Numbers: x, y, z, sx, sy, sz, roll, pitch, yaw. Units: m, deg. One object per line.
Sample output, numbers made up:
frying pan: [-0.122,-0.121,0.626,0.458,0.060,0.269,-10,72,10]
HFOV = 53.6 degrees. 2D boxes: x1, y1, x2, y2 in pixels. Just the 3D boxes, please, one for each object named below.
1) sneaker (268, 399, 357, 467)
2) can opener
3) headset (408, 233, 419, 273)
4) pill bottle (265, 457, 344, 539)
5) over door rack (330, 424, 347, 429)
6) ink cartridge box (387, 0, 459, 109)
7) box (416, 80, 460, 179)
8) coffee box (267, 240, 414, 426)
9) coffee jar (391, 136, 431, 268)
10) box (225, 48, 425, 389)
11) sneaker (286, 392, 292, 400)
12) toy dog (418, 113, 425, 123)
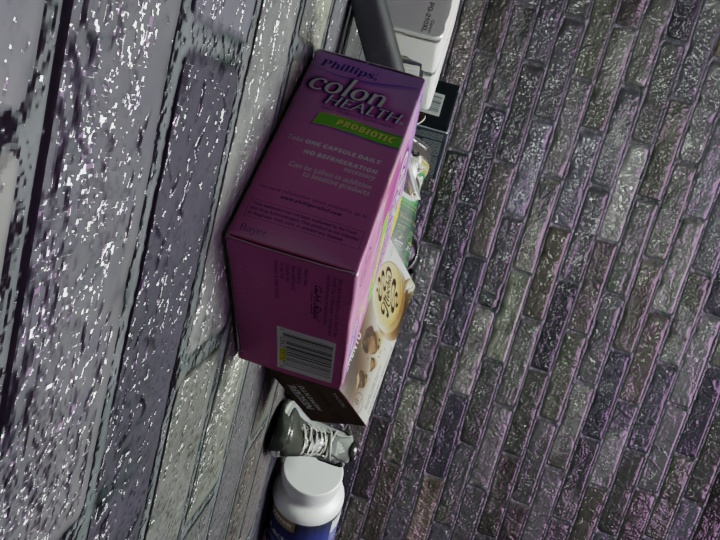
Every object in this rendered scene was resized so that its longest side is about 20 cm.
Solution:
sneaker: [-0.058,0.232,0.989,0.200,0.114,0.076,83,24,-79]
can opener: [0.017,-0.160,0.691,0.053,0.066,0.203,-53,128,-76]
headset: [0.046,-0.061,1.199,0.095,0.122,0.200,-58,164,-10]
pill bottle: [-0.087,0.374,1.131,0.116,0.114,0.202,-67,171,-52]
over door rack: [-0.059,0.458,1.937,0.200,0.066,0.149,-47,-161,51]
ink cartridge box: [0.078,-0.323,0.928,0.200,0.083,0.147,84,23,-80]
box: [0.169,-0.353,1.783,0.201,0.105,0.150,98,9,-64]
coffee box: [-0.016,0.061,0.824,0.114,0.079,0.202,59,42,-40]
coffee jar: [0.037,-0.105,1.022,0.104,0.085,0.203,25,74,-42]
box: [-0.026,-0.039,0.586,0.177,0.095,0.202,99,8,-55]
sneaker: [-0.053,0.120,0.951,0.201,0.076,0.086,100,2,-53]
toy dog: [0.071,-0.208,1.165,0.132,0.095,0.203,95,12,-68]
